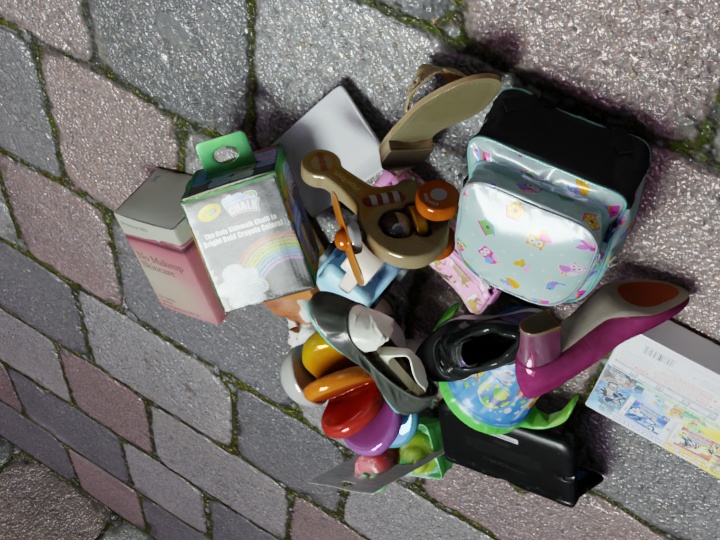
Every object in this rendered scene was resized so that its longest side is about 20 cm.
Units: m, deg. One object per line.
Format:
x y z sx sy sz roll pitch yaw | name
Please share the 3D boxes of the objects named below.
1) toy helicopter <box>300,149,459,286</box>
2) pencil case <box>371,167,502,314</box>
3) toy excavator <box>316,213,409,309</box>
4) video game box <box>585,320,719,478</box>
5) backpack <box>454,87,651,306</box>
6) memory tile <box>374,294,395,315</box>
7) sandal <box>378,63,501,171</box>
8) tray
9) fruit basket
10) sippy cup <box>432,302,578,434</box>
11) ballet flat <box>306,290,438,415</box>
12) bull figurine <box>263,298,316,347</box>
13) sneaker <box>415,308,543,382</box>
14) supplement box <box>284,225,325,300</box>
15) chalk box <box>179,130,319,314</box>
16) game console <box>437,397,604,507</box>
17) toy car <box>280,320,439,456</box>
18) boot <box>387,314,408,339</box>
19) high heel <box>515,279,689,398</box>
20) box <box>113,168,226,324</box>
0.003 -0.065 1.059 0.200 0.132 0.079 37 149 27 | toy helicopter
0.091 -0.042 1.154 0.200 0.083 0.086 43 144 -7 | pencil case
0.000 0.000 1.195 0.100 0.200 0.195 38 127 -2 | toy excavator
0.378 0.147 1.142 0.199 0.047 0.183 29 145 15 | video game box
0.182 -0.055 0.989 0.175 0.154 0.201 22 153 15 | backpack
-0.004 0.056 1.433 0.152 0.017 0.201 11 138 36 | memory tile
0.068 -0.177 1.019 0.212 0.077 0.070 139 124 -61 | sandal
-0.037 -0.142 1.195 0.108 0.022 0.200 57 146 -3 | tray
0.047 0.293 1.495 0.185 0.199 0.094 -10 106 56 | fruit basket
0.183 0.115 1.227 0.176 0.141 0.131 10 142 -21 | sippy cup
0.023 0.089 1.152 0.068 0.068 0.200 -22 122 38 | ballet flat
-0.126 0.021 1.457 0.121 0.065 0.201 18 137 38 | bull figurine
0.122 0.088 1.138 0.199 0.087 0.076 -22 81 43 | sneaker
-0.110 -0.056 1.333 0.066 0.069 0.201 0 128 44 | supplement box
-0.138 -0.073 1.206 0.123 0.124 0.201 -15 111 6 | chalk box
0.223 0.234 1.359 0.199 0.116 0.177 15 134 31 | game console
0.005 0.160 1.266 0.174 0.151 0.200 -28 137 28 | toy car
0.058 0.144 1.421 0.138 0.078 0.200 27 146 -11 | boot
0.256 0.072 1.054 0.068 0.198 0.097 -112 13 -53 | high heel
-0.258 -0.035 1.480 0.127 0.109 0.201 15 142 32 | box
